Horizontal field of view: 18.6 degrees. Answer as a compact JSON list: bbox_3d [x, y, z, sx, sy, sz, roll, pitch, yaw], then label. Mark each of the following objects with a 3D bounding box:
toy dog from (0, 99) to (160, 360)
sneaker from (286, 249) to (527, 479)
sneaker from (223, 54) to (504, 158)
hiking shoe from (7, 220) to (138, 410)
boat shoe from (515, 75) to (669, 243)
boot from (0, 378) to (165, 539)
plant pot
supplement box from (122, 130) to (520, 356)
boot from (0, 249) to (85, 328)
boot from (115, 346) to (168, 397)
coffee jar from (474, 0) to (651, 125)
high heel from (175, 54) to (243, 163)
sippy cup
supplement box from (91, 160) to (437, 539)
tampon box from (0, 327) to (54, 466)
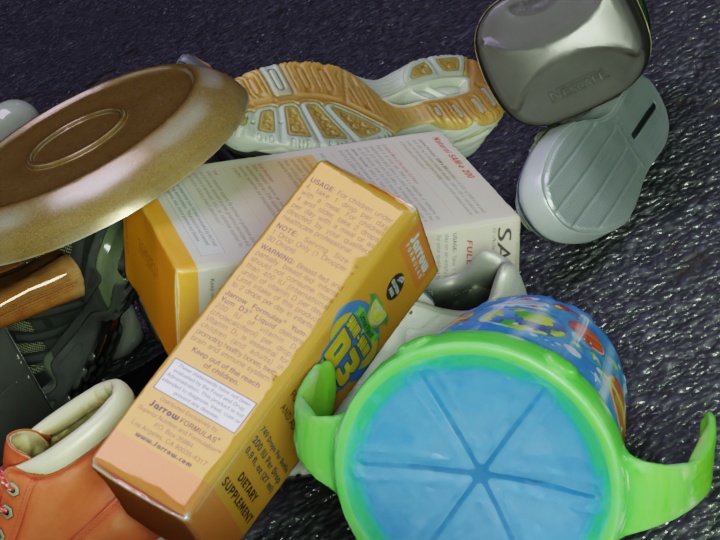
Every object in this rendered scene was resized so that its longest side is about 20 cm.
[{"bbox_3d":[-0.194,-0.016,1.494,0.132,0.200,0.096,-6,-1,-15],"label":"toy dog"},{"bbox_3d":[0.002,0.044,1.176,0.200,0.087,0.075,-22,41,-16],"label":"sneaker"},{"bbox_3d":[-0.005,-0.078,1.365,0.200,0.088,0.076,-4,54,-29],"label":"sneaker"},{"bbox_3d":[-0.203,0.027,1.393,0.200,0.101,0.076,-59,-5,26],"label":"hiking shoe"},{"bbox_3d":[0.135,-0.062,1.360,0.062,0.072,0.200,-25,9,33],"label":"boat shoe"},{"bbox_3d":[-0.174,0.135,1.154,0.200,0.107,0.075,-34,28,8],"label":"boot"},{"bbox_3d":[-0.159,-0.068,1.275,0.200,0.027,0.200,-22,23,10],"label":"plant pot"},{"bbox_3d":[-0.024,-0.012,1.251,0.200,0.074,0.126,-9,29,-16],"label":"supplement box"},{"bbox_3d":[-0.277,0.018,1.290,0.200,0.069,0.188,-32,23,-17],"label":"boot"},{"bbox_3d":[-0.121,0.071,1.325,0.162,0.073,0.198,-32,28,-23],"label":"boot"},{"bbox_3d":[0.128,-0.147,1.371,0.104,0.085,0.200,-25,7,10],"label":"coffee jar"},{"bbox_3d":[-0.147,-0.088,1.618,0.200,0.143,0.071,-7,29,41],"label":"high heel"},{"bbox_3d":[0.069,0.075,1.044,0.140,0.178,0.130,-50,0,24],"label":"sippy cup"},{"bbox_3d":[-0.044,0.045,1.102,0.069,0.067,0.200,25,69,26],"label":"supplement box"},{"bbox_3d":[-0.298,0.128,1.327,0.200,0.126,0.150,-10,28,35],"label":"tampon box"}]
